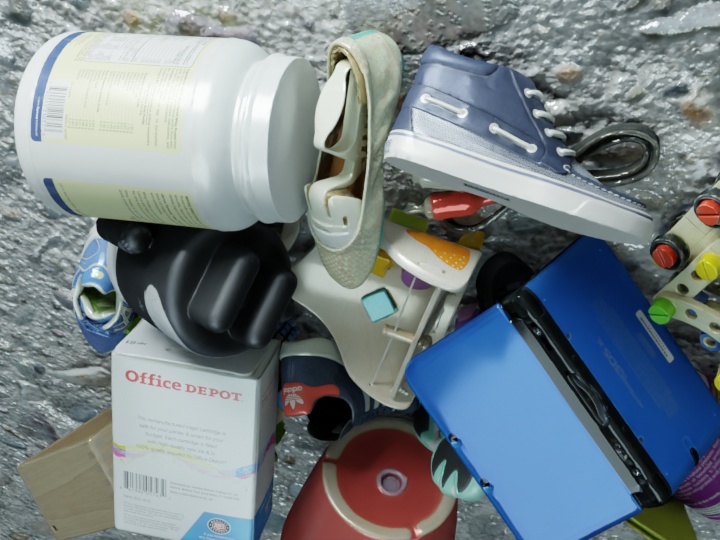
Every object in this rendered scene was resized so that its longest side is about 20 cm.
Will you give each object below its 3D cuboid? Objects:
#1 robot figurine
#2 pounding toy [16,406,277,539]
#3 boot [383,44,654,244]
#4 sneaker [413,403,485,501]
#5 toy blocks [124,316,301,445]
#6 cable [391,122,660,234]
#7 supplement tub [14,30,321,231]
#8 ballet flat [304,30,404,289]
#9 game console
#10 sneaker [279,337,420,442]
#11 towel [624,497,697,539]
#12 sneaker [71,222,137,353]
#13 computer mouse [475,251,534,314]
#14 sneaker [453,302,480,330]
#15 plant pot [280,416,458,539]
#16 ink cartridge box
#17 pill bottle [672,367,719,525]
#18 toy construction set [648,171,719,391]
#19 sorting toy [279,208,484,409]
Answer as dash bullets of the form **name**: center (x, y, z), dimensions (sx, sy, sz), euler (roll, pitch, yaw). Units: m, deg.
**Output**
- **robot figurine**: center (-0.137, -0.002, 0.883), dimensions (0.200, 0.125, 0.151), euler (24, 138, 51)
- **pounding toy**: center (-0.241, 0.221, 1.184), dimensions (0.184, 0.200, 0.142), euler (-23, 97, 40)
- **boot**: center (0.123, -0.089, 0.729), dimensions (0.200, 0.091, 0.073), euler (20, 176, -1)
- **sneaker**: center (0.136, 0.181, 0.993), dimensions (0.140, 0.200, 0.078), euler (27, 101, -12)
- **toy blocks**: center (-0.121, 0.084, 1.038), dimensions (0.200, 0.100, 0.137), euler (45, 127, -8)
- **cable**: center (0.125, -0.066, 0.786), dimensions (0.200, 0.050, 0.097), euler (4, 118, 22)
- **supplement tub**: center (-0.141, -0.106, 0.784), dimensions (0.200, 0.145, 0.145), euler (6, 139, 16)
- **ballet flat**: center (-0.016, -0.079, 0.768), dimensions (0.067, 0.062, 0.200), euler (22, 113, 37)
- **game console**: center (0.169, 0.101, 0.841), dimensions (0.200, 0.171, 0.118), euler (55, 144, -1)
- **sneaker**: center (-0.011, 0.132, 1.012), dimensions (0.075, 0.085, 0.200), euler (-13, 154, 37)
- **towel**: center (0.258, 0.198, 0.940), dimensions (0.086, 0.200, 0.018), euler (33, 107, -4)
- **sneaker**: center (-0.267, 0.031, 1.046), dimensions (0.076, 0.077, 0.200), euler (18, 142, -1)
- **computer mouse**: center (0.138, 0.080, 0.906), dimensions (0.034, 0.059, 0.200), euler (13, 116, 63)
- **sneaker**: center (0.155, 0.111, 0.957), dimensions (0.080, 0.089, 0.200), euler (-19, 126, 39)
- **plant pot**: center (0.018, 0.262, 1.098), dimensions (0.200, 0.201, 0.178), euler (17, 140, 3)
- **ink cartridge box**: center (-0.157, 0.157, 0.990), dimensions (0.144, 0.085, 0.200), euler (9, 115, 9)
- **pill bottle**: center (0.280, 0.139, 0.919), dimensions (0.200, 0.112, 0.112), euler (31, 139, -14)
- **toy construction set**: center (0.293, -0.005, 0.764), dimensions (0.131, 0.092, 0.200), euler (44, 133, 9)
- **sorting toy**: center (0.000, 0.000, 0.894), dimensions (0.180, 0.107, 0.200), euler (26, 143, 6)
